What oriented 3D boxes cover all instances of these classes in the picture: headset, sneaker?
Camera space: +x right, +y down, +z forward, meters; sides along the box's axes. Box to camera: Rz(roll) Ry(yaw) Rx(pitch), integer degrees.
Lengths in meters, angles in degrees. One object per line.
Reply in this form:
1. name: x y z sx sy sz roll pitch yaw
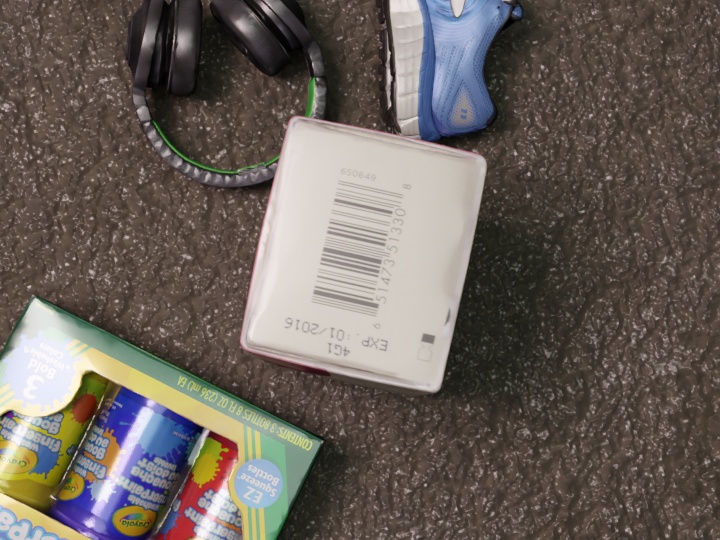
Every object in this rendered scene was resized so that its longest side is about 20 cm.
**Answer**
1. headset: -0.094 -0.154 0.882 0.123 0.094 0.201 -15 100 -7
2. sneaker: 0.056 -0.182 0.882 0.089 0.079 0.201 -3 93 -10

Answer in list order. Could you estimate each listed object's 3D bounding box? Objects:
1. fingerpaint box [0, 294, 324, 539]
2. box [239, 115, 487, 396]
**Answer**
1. fingerpaint box: -0.146 0.134 0.837 0.200 0.073 0.167 27 84 1
2. box: 0.000 0.000 0.792 0.109 0.200 0.128 12 84 0
